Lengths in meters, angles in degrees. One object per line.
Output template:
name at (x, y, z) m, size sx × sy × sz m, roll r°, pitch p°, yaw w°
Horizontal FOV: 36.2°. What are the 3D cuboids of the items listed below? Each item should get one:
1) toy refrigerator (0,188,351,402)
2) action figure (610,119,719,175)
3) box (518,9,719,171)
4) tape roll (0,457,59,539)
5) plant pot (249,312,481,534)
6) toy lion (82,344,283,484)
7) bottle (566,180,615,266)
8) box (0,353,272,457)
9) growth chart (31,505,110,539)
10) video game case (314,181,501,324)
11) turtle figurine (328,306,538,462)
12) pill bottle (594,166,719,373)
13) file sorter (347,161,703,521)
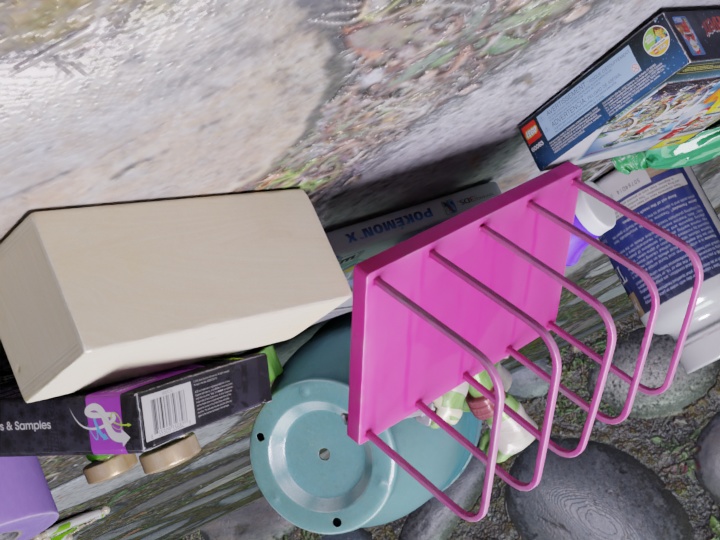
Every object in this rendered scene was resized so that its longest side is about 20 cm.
toy refrigerator at (-0.102, 0.009, 0.612) m, size 0.070 × 0.077 × 0.199 m, roll -35°, pitch 166°, yaw 37°
action figure at (0.307, -0.127, 0.930) m, size 0.198 × 0.055 × 0.118 m, roll -21°, pitch 170°, yaw 12°
box at (0.223, -0.131, 0.781) m, size 0.199 × 0.038 × 0.136 m, roll -14°, pitch 163°, yaw -43°
tape roll at (-0.346, 0.195, 0.865) m, size 0.198 × 0.086 × 0.200 m, roll -26°, pitch 168°, yaw -6°
plant pot at (-0.005, 0.143, 1.003) m, size 0.199 × 0.202 × 0.188 m, roll -30°, pitch 176°, yaw 19°
toy lion at (-0.140, 0.108, 0.932) m, size 0.191 × 0.069 × 0.199 m, roll -24°, pitch -178°, yaw -36°
bottle at (0.141, -0.011, 1.004) m, size 0.065 × 0.084 × 0.199 m, roll 33°, pitch 131°, yaw -27°
box at (-0.172, 0.078, 0.651) m, size 0.198 × 0.037 × 0.143 m, roll -7°, pitch -178°, yaw 23°
growth chart at (-0.446, 0.389, 1.620) m, size 0.144 × 0.018 × 0.200 m, roll -16°, pitch 165°, yaw -41°
video game case at (0.000, 0.000, 0.905) m, size 0.181 × 0.022 × 0.200 m, roll -19°, pitch 165°, yaw -31°
turtle figurine at (0.046, 0.072, 0.866) m, size 0.143 × 0.194 × 0.201 m, roll 14°, pitch -121°, yaw 48°
pill bottle at (0.305, -0.008, 1.067) m, size 0.110 × 0.202 × 0.111 m, roll -24°, pitch 167°, yaw -6°
file sorter at (0.107, 0.046, 0.710) m, size 0.199 × 0.125 × 0.140 m, roll -26°, pitch 135°, yaw -33°
